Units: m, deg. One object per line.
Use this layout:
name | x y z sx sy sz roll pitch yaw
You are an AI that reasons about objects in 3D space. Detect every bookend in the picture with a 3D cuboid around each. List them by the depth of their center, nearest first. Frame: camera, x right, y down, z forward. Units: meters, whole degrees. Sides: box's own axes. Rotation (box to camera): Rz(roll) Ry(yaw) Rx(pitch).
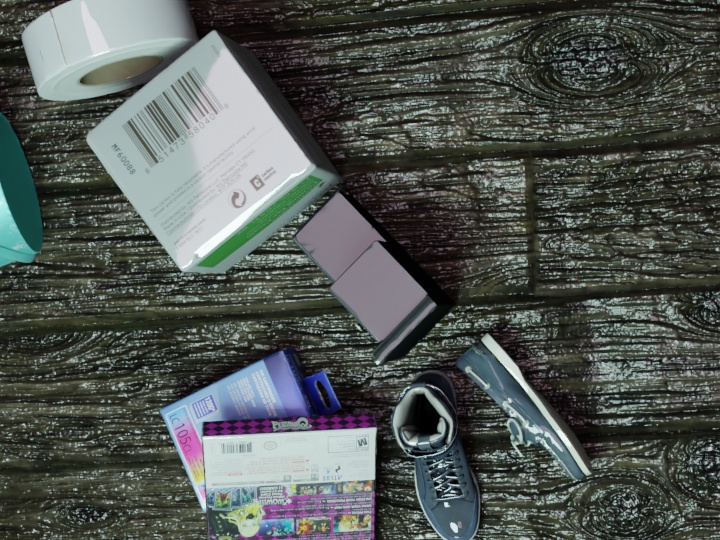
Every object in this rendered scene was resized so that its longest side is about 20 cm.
bookend | 0.000 0.000 1.645 0.092 0.200 0.199 -45 83 6

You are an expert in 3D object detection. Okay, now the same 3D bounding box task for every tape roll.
tape roll | -0.290 -0.264 1.697 0.200 0.202 0.072 -18 87 9

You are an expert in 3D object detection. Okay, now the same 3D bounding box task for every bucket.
bucket | -0.469 -0.086 1.731 0.133 0.207 0.210 -16 87 1

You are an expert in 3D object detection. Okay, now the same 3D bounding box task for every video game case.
video game case | -0.080 0.250 1.673 0.197 0.036 0.183 -3 120 -5

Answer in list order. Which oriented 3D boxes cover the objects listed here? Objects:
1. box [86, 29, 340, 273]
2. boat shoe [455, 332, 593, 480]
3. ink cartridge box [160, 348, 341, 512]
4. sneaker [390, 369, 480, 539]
box | -0.165 -0.131 1.689 0.198 0.171 0.201 -37 84 8
boat shoe | 0.187 0.165 1.673 0.062 0.075 0.201 -40 82 6
ink cartridge box | -0.117 0.181 1.728 0.198 0.076 0.138 -26 85 7
sneaker | 0.086 0.220 1.656 0.076 0.146 0.205 -13 89 8
